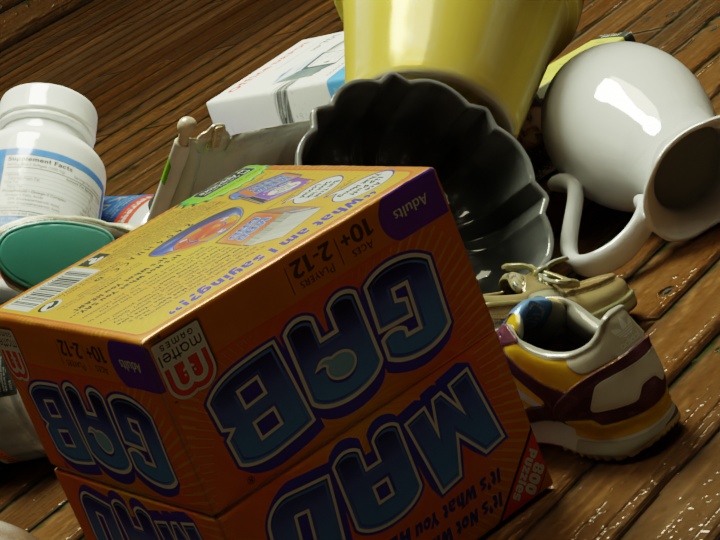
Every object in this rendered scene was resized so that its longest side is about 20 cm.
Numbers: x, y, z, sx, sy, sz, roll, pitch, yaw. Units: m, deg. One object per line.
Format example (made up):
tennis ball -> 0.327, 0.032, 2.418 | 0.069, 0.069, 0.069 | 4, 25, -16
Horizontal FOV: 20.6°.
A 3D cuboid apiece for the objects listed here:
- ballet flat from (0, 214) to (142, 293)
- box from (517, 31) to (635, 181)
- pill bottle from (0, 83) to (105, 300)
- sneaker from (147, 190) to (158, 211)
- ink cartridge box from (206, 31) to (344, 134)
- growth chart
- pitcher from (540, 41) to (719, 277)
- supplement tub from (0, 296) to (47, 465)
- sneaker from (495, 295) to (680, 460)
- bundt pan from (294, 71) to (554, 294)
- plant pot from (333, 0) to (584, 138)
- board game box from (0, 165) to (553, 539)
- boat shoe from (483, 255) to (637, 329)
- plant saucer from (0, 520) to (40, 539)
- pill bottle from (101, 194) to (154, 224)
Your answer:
ballet flat -> -0.181, -0.005, 1.483 | 0.198, 0.068, 0.062 | 3, -2, -16
box -> 0.161, -0.129, 1.691 | 0.199, 0.076, 0.050 | -33, 17, -27
pill bottle -> -0.267, -0.046, 1.615 | 0.111, 0.112, 0.202 | -13, 56, 27
sneaker -> -0.078, -0.069, 1.575 | 0.199, 0.089, 0.074 | -7, 47, -42
ink cartridge box -> -0.011, -0.149, 1.711 | 0.199, 0.086, 0.146 | -4, 26, 43
growth chart -> -0.071, -0.063, 1.423 | 0.199, 0.018, 0.145 | -12, -36, -41
pitcher -> 0.191, -0.080, 1.452 | 0.171, 0.122, 0.200 | -35, 30, -4
supplement tub -> -0.300, 0.091, 1.514 | 0.199, 0.123, 0.123 | -12, 20, 31
sneaker -> 0.097, 0.056, 1.171 | 0.199, 0.091, 0.075 | -4, 24, 46
bundt pan -> 0.031, -0.032, 1.381 | 0.201, 0.202, 0.076 | -35, -5, -38
plant pot -> 0.066, -0.182, 1.508 | 0.199, 0.201, 0.190 | -11, 49, 32
board game box -> -0.053, 0.073, 1.120 | 0.199, 0.201, 0.199 | -31, 19, -28
boat shoe -> 0.083, 0.026, 1.278 | 0.198, 0.063, 0.073 | -14, -1, -15
plant saucer -> -0.302, 0.213, 1.296 | 0.199, 0.037, 0.201 | -20, 16, 6
pill bottle -> -0.173, -0.009, 1.678 | 0.112, 0.113, 0.199 | -34, 20, -34
